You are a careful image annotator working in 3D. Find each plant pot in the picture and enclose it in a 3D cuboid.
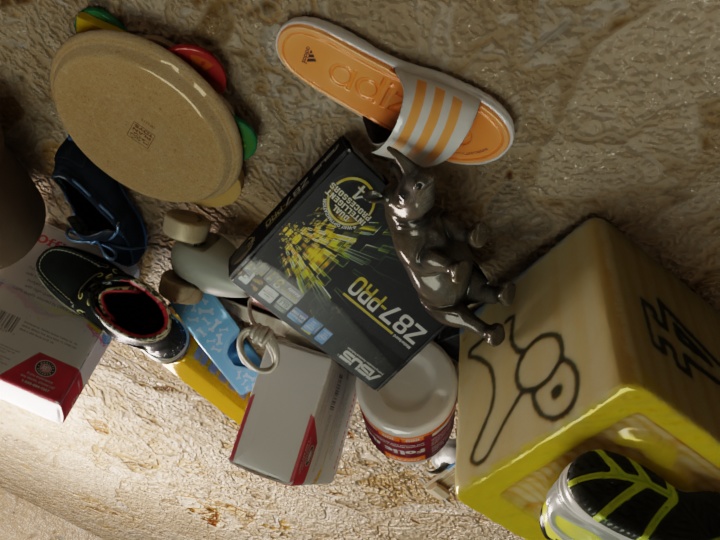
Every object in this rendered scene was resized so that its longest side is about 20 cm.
[{"bbox_3d":[-0.440,-0.086,0.766,0.198,0.203,0.175,9,162,17],"label":"plant pot"}]

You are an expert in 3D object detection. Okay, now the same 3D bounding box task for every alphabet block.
[{"bbox_3d":[0.211,0.115,0.615,0.195,0.201,0.195,32,128,-16],"label":"alphabet block"}]

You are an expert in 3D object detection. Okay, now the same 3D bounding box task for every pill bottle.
[{"bbox_3d":[0.057,0.163,0.847,0.113,0.115,0.201,13,155,12],"label":"pill bottle"}]

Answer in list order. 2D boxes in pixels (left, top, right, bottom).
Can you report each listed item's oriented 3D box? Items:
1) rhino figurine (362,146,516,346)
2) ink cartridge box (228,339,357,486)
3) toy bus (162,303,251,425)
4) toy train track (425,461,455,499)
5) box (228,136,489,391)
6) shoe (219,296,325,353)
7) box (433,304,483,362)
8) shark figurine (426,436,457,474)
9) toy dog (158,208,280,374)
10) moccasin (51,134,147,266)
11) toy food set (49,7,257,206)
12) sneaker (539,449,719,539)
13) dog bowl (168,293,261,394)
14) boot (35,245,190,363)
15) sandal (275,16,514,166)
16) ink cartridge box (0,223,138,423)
[{"bbox_3d":[0.061,-0.022,0.591,0.087,0.060,0.201,20,150,46],"label":"rhino figurine"},{"bbox_3d":[-0.071,0.179,0.867,0.085,0.149,0.200,14,167,13],"label":"ink cartridge box"},{"bbox_3d":[-0.205,0.129,0.985,0.065,0.079,0.200,-14,132,38],"label":"toy bus"},{"bbox_3d":[0.152,0.219,0.830,0.114,0.033,0.200,39,118,-15],"label":"toy train track"},{"bbox_3d":[0.000,0.000,0.673,0.161,0.049,0.200,-43,115,13],"label":"box"},{"bbox_3d":[-0.076,0.047,0.817,0.198,0.071,0.053,12,163,17],"label":"shoe"},{"bbox_3d":[0.198,0.104,0.783,0.199,0.036,0.143,39,141,-19],"label":"box"},{"bbox_3d":[0.169,0.226,0.908,0.212,0.091,0.128,-4,166,32],"label":"shark figurine"},{"bbox_3d":[-0.125,0.003,0.769,0.199,0.096,0.132,38,114,2],"label":"toy dog"},{"bbox_3d":[-0.302,-0.064,0.795,0.079,0.069,0.201,10,145,15],"label":"moccasin"},{"bbox_3d":[-0.192,-0.141,0.660,0.198,0.049,0.198,25,144,-4],"label":"toy food set"},{"bbox_3d":[0.223,0.198,0.512,0.199,0.076,0.077,30,136,0],"label":"sneaker"},{"bbox_3d":[-0.174,0.080,0.882,0.111,0.049,0.201,44,166,45],"label":"dog bowl"},{"bbox_3d":[-0.279,0.023,0.778,0.203,0.074,0.154,35,164,0],"label":"boot"},{"bbox_3d":[0.019,-0.125,0.561,0.205,0.060,0.079,24,145,-3],"label":"sandal"},{"bbox_3d":[-0.384,0.062,0.876,0.146,0.201,0.086,25,145,-5],"label":"ink cartridge box"}]
